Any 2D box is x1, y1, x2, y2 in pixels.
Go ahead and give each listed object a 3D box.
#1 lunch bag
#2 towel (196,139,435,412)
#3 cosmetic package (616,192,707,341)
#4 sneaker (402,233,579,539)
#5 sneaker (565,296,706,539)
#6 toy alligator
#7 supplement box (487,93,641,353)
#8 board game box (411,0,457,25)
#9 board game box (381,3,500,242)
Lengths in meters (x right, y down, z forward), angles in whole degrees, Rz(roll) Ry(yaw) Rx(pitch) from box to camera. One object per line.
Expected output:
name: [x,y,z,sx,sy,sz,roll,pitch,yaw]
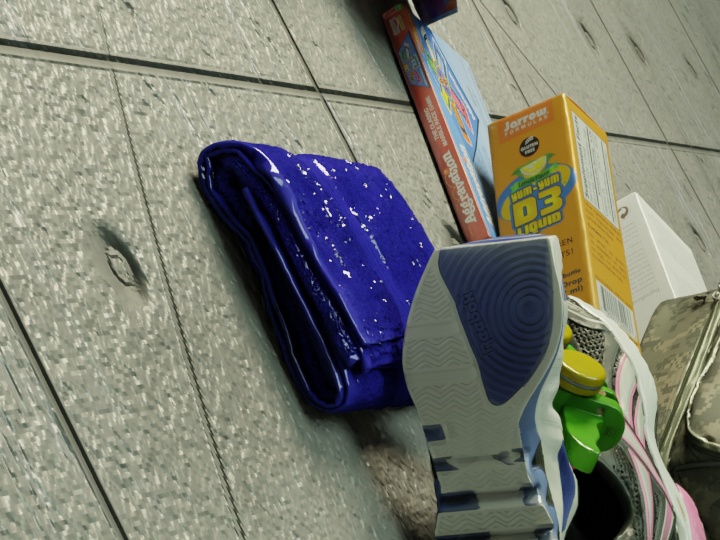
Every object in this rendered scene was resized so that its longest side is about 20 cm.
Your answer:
lunch bag: [0.259,0.098,1.446,0.140,0.167,0.200,53,46,-25]
towel: [0.000,0.000,1.188,0.148,0.049,0.200,64,18,11]
cosmetic package: [0.219,0.055,1.659,0.101,0.071,0.201,40,26,-46]
sneaker: [0.068,0.083,1.166,0.115,0.080,0.201,9,79,-82]
sneaker: [0.130,0.098,1.326,0.086,0.080,0.201,11,44,-53]
toy alligator: [0.101,0.052,1.293,0.054,0.060,0.200,10,26,-30]
supplement box: [0.130,-0.012,1.481,0.069,0.066,0.201,39,37,-45]
board game box: [0.015,-0.243,1.584,0.200,0.039,0.159,-167,-120,-81]
board game box: [0.073,-0.081,1.563,0.103,0.019,0.201,36,29,-53]
